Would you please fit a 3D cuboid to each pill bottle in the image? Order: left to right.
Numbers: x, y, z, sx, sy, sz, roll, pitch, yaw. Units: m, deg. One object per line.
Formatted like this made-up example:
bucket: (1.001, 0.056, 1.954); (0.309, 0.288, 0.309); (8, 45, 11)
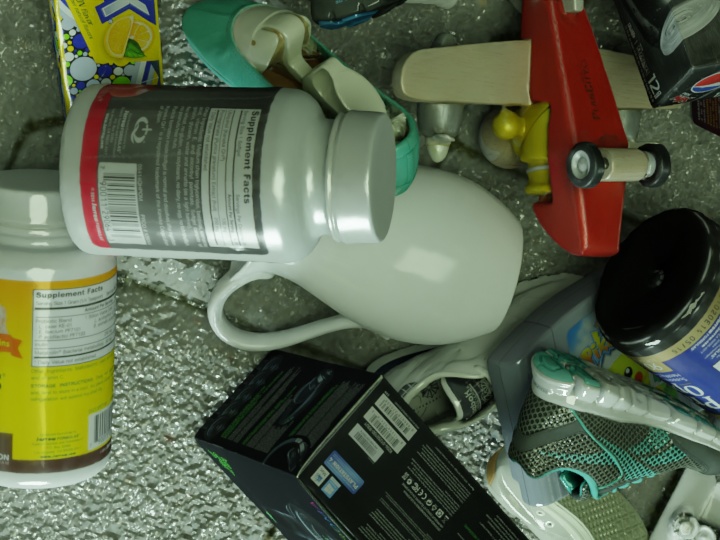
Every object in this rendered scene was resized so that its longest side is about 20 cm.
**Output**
pill bottle: (-0.220, 0.037, 1.377); (0.108, 0.109, 0.202); (0, 104, -14)
pill bottle: (-0.081, -0.061, 1.291); (0.198, 0.111, 0.112); (3, 106, 12)
pill bottle: (0.270, 0.050, 1.444); (0.199, 0.112, 0.112); (33, 95, -29)

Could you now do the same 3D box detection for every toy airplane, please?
toy airplane: (0.126, -0.125, 1.417); (0.200, 0.141, 0.200); (40, 53, -12)

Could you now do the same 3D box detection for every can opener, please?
can opener: (0.284, 0.142, 1.564); (0.052, 0.066, 0.201); (27, 96, 18)

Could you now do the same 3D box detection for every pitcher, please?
pitcher: (0.000, 0.000, 1.429); (0.198, 0.122, 0.173); (13, 126, -10)

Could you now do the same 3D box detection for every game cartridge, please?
game cartridge: (0.180, 0.070, 1.482); (0.199, 0.040, 0.134); (-28, 110, -32)

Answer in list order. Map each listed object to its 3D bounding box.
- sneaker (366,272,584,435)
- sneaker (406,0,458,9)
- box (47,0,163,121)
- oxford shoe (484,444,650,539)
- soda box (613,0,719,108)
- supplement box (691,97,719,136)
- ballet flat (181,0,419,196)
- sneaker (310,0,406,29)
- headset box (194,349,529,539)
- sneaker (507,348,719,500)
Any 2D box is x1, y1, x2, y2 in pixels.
sneaker: (0.099, 0.070, 1.480); (0.199, 0.080, 0.077); (-29, 106, -9)
sneaker: (0.037, -0.278, 1.377); (0.079, 0.070, 0.202); (2, 105, -11)
box: (-0.168, -0.191, 1.307); (0.069, 0.065, 0.201); (-10, 136, -11)
oxford shoe: (0.162, 0.192, 1.544); (0.057, 0.076, 0.200); (-18, 127, 39)
soda box: (0.206, -0.216, 1.380); (0.070, 0.063, 0.202); (-11, 73, -24)
supplement box: (0.324, -0.138, 1.414); (0.130, 0.200, 0.104); (-8, 106, -12)
ballet flat: (-0.034, -0.132, 1.356); (0.200, 0.071, 0.067); (41, 57, 12)
sneaker: (0.053, -0.225, 1.328); (0.198, 0.073, 0.083); (-19, 91, 0)
headset box: (-0.004, 0.152, 1.420); (0.093, 0.200, 0.174); (-47, 112, -15)
sneaker: (0.178, 0.122, 1.433); (0.199, 0.078, 0.092); (21, 100, -35)
